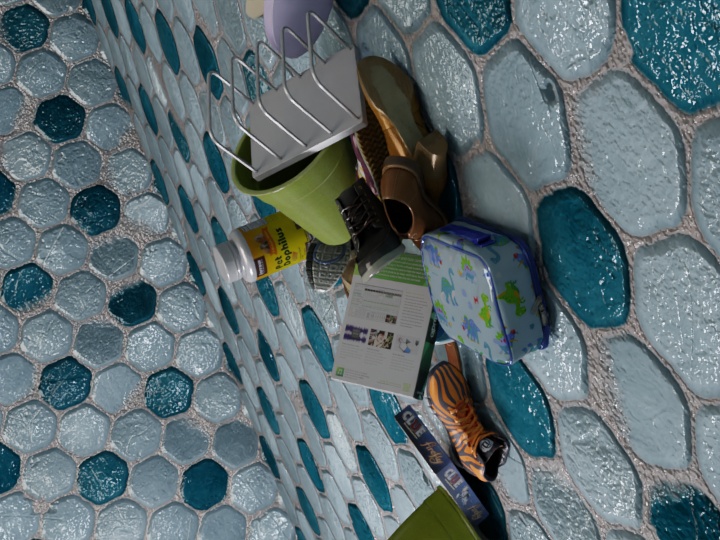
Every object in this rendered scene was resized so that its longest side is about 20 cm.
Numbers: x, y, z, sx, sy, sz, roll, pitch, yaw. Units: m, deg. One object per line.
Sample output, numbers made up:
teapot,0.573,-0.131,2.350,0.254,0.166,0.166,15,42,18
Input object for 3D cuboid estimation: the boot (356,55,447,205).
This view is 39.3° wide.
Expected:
boot,0.050,-0.180,1.381,0.203,0.070,0.145,56,158,23

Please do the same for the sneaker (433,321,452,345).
sneaker,0.097,0.083,1.516,0.130,0.197,0.081,25,-114,-58

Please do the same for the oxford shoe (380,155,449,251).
oxford shoe,0.068,-0.065,1.350,0.070,0.072,0.200,1,150,27

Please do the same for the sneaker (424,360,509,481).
sneaker,0.169,0.231,1.521,0.112,0.077,0.202,24,144,59

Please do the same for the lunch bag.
lunch bag,0.156,0.021,1.284,0.199,0.081,0.163,26,136,64

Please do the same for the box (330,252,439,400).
box,0.044,0.073,1.454,0.142,0.036,0.204,10,84,31

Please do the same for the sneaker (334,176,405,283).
sneaker,0.003,-0.057,1.371,0.107,0.074,0.200,51,-168,-9

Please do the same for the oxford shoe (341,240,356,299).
oxford shoe,0.000,0.000,1.731,0.201,0.069,0.076,52,150,38

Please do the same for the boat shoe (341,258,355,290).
boat shoe,0.024,0.006,1.620,0.064,0.072,0.199,35,166,-34

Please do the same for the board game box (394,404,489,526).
board game box,0.135,0.322,1.653,0.136,0.034,0.201,51,176,44

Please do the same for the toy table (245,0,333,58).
toy table,-0.116,-0.420,1.442,0.117,0.182,0.202,39,129,25

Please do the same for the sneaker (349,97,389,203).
sneaker,0.016,-0.166,1.484,0.090,0.074,0.203,11,121,62

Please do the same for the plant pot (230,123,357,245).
plant pot,-0.069,-0.141,1.567,0.190,0.200,0.200,48,178,-41

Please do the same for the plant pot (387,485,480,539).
plant pot,0.112,0.506,1.715,0.202,0.191,0.201,56,173,11

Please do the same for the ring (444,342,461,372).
ring,0.105,0.113,1.636,0.201,0.019,0.202,55,158,34

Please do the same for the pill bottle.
pill bottle,-0.188,-0.048,2.000,0.110,0.197,0.110,54,158,34

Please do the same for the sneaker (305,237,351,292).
sneaker,-0.044,-0.056,1.707,0.087,0.073,0.204,90,-167,-74

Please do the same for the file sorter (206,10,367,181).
file sorter,-0.110,-0.248,1.424,0.124,0.198,0.141,33,-137,-48
